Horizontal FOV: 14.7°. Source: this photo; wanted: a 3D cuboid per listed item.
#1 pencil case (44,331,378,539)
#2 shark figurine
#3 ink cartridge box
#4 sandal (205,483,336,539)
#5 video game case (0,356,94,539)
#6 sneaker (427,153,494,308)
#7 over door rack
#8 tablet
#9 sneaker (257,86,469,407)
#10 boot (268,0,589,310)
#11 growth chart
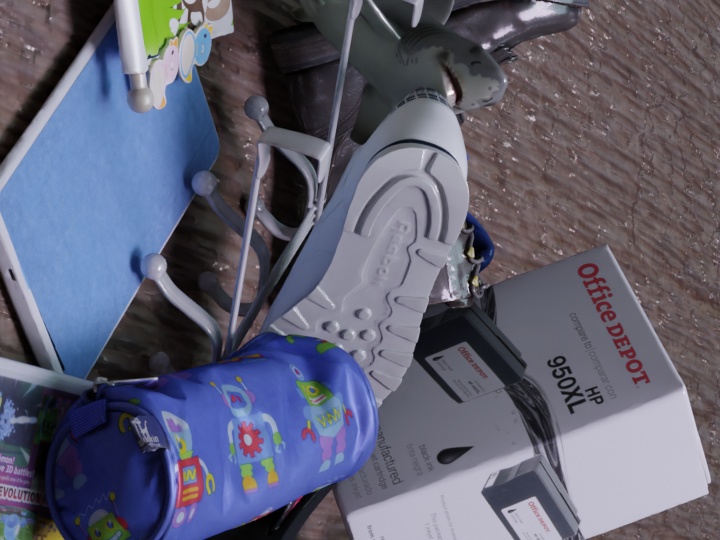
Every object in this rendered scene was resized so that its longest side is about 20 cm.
[{"bbox_3d":[-0.071,0.080,1.329,0.200,0.078,0.087,-15,90,-58],"label":"pencil case"},{"bbox_3d":[0.007,-0.159,1.483,0.089,0.215,0.128,-32,168,-29],"label":"shark figurine"},{"bbox_3d":[0.076,0.085,1.553,0.145,0.199,0.085,-113,-176,-51],"label":"ink cartridge box"},{"bbox_3d":[-0.050,0.104,1.478,0.045,0.075,0.201,75,33,-43],"label":"sandal"},{"bbox_3d":[-0.156,0.138,1.293,0.200,0.023,0.183,23,77,-64],"label":"video game case"},{"bbox_3d":[0.037,0.009,1.646,0.075,0.088,0.201,-63,148,-45],"label":"sneaker"},{"bbox_3d":[-0.048,-0.049,1.407,0.148,0.066,0.200,-61,179,-44],"label":"over door rack"},{"bbox_3d":[-0.125,-0.048,1.365,0.200,0.014,0.131,-63,147,-43],"label":"tablet"},{"bbox_3d":[0.000,0.000,1.428,0.200,0.076,0.081,-57,-161,30],"label":"sneaker"},{"bbox_3d":[0.044,-0.066,1.556,0.069,0.199,0.175,-144,-138,-78],"label":"boot"},{"bbox_3d":[-0.089,-0.170,1.401,0.200,0.018,0.146,-56,141,-60],"label":"growth chart"}]
